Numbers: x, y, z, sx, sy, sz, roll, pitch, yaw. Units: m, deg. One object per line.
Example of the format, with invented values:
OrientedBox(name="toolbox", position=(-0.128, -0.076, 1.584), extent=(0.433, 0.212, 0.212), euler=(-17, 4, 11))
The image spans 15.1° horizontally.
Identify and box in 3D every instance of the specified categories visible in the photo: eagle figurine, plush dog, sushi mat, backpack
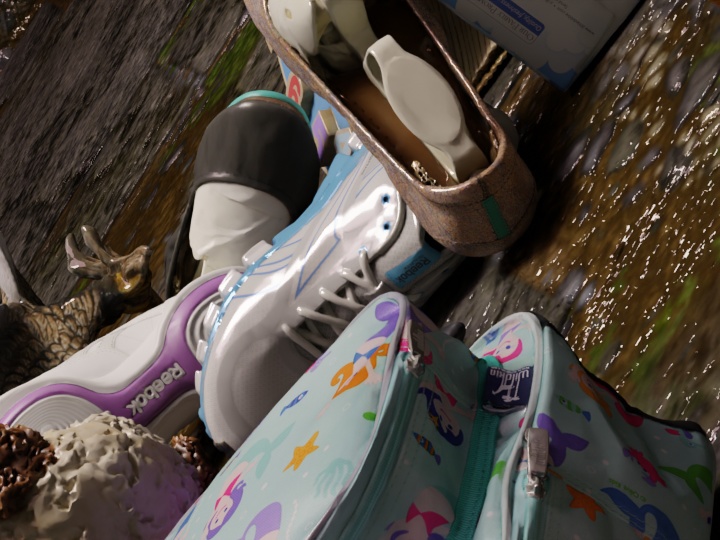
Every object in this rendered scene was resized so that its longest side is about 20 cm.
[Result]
OrientedBox(name="eagle figurine", position=(-0.175, 0.077, 1.515), extent=(0.151, 0.152, 0.201), euler=(11, 63, 53))
OrientedBox(name="plush dog", position=(-0.143, 0.143, 1.247), extent=(0.161, 0.199, 0.172), euler=(46, 118, 41))
OrientedBox(name="sushi mat", position=(0.049, -0.126, 1.398), extent=(0.096, 0.012, 0.200), euler=(-53, 15, 18))
OrientedBox(name="backpack", position=(0.017, 0.119, 0.774), extent=(0.178, 0.150, 0.200), euler=(-49, 22, 28))

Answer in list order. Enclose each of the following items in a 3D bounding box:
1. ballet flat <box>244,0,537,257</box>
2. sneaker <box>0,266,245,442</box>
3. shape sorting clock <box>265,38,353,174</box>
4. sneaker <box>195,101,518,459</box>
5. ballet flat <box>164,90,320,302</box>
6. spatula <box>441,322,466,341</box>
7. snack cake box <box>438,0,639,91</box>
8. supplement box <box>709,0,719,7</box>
OrientedBox(name="ballet flat", position=(0.008, -0.093, 1.151), extent=(0.068, 0.200, 0.067), euler=(-39, -25, -3))
OrientedBox(name="sneaker", position=(-0.126, 0.074, 1.394), extent=(0.199, 0.075, 0.100), euler=(-31, -1, -17))
OrientedBox(name="shape sorting clock", position=(-0.016, -0.136, 1.378), extent=(0.200, 0.039, 0.201), euler=(171, 90, -68))
OrientedBox(name="sneaker", position=(0.000, 0.000, 1.190), extent=(0.201, 0.075, 0.087), euler=(-57, 22, -6))
OrientedBox(name="ballet flat", position=(-0.066, -0.019, 1.446), extent=(0.200, 0.068, 0.069), euler=(115, 170, -61))
OrientedBox(name="spatula", position=(-0.012, 0.078, 1.170), extent=(0.200, 0.021, 0.057), euler=(-43, 4, 39))
OrientedBox(name="snack cake box", position=(0.061, -0.172, 1.247), extent=(0.067, 0.115, 0.200), euler=(-51, 16, 19))
OrientedBox(name="supplement box", position=(0.190, -0.136, 0.853), extent=(0.200, 0.066, 0.069), euler=(-35, 30, 58))
